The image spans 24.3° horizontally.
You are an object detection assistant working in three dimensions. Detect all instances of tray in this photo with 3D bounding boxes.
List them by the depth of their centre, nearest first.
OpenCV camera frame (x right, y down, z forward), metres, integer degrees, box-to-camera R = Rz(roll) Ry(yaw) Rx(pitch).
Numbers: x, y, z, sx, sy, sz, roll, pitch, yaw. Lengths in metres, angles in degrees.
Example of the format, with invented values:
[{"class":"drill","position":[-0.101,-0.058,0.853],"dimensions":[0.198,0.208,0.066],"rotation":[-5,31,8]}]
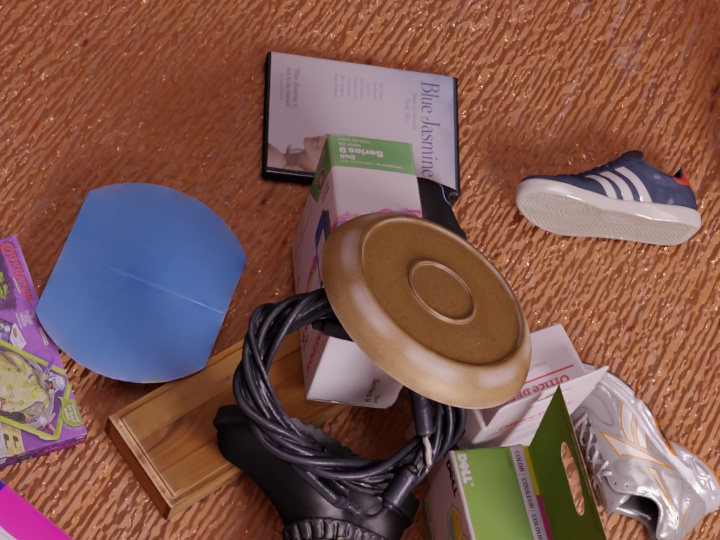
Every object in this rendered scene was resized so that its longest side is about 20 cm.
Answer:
[{"class":"tray","position":[-0.115,0.125,1.483],"dimensions":[0.200,0.037,0.099],"rotation":[-30,74,-25]}]

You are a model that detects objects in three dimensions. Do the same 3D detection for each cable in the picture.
[{"class":"cable","position":[-0.008,0.095,1.353],"dimensions":[0.163,0.051,0.200],"rotation":[-45,100,1]}]

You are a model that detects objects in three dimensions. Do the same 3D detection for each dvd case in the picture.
[{"class":"dvd case","position":[0.002,-0.143,1.663],"dimensions":[0.199,0.018,0.143],"rotation":[7,61,-12]}]

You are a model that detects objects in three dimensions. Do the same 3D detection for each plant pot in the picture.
[{"class":"plant pot","position":[0.061,0.024,1.355],"dimensions":[0.199,0.028,0.201],"rotation":[24,39,-21]}]

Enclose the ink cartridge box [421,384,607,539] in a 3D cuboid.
[{"class":"ink cartridge box","position":[0.120,0.205,1.359],"dimensions":[0.075,0.200,0.148],"rotation":[-2,55,-15]}]

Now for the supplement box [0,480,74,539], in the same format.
[{"class":"supplement box","position":[-0.248,0.278,1.330],"dimensions":[0.200,0.103,0.101],"rotation":[38,59,8]}]

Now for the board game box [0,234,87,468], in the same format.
[{"class":"board game box","position":[-0.326,0.074,1.458],"dimensions":[0.120,0.032,0.201],"rotation":[-17,69,-18]}]

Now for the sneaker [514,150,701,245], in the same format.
[{"class":"sneaker","position":[0.243,-0.082,1.667],"dimensions":[0.199,0.075,0.085],"rotation":[10,62,-21]}]

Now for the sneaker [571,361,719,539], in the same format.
[{"class":"sneaker","position":[0.235,0.170,1.533],"dimensions":[0.200,0.076,0.092],"rotation":[42,65,10]}]

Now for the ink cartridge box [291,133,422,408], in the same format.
[{"class":"ink cartridge box","position":[0.000,0.000,1.485],"dimensions":[0.087,0.146,0.201],"rotation":[6,45,-15]}]

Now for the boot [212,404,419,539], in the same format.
[{"class":"boot","position":[-0.054,0.220,1.402],"dimensions":[0.211,0.079,0.158],"rotation":[32,61,-14]}]

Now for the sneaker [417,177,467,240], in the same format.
[{"class":"sneaker","position":[0.068,0.003,1.576],"dimensions":[0.078,0.070,0.201],"rotation":[5,67,-26]}]

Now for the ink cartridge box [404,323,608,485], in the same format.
[{"class":"ink cartridge box","position":[0.124,0.114,1.457],"dimensions":[0.116,0.200,0.068],"rotation":[-19,69,-23]}]

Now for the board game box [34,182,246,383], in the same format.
[{"class":"board game box","position":[-0.197,0.018,1.514],"dimensions":[0.157,0.039,0.201],"rotation":[21,60,-3]}]
